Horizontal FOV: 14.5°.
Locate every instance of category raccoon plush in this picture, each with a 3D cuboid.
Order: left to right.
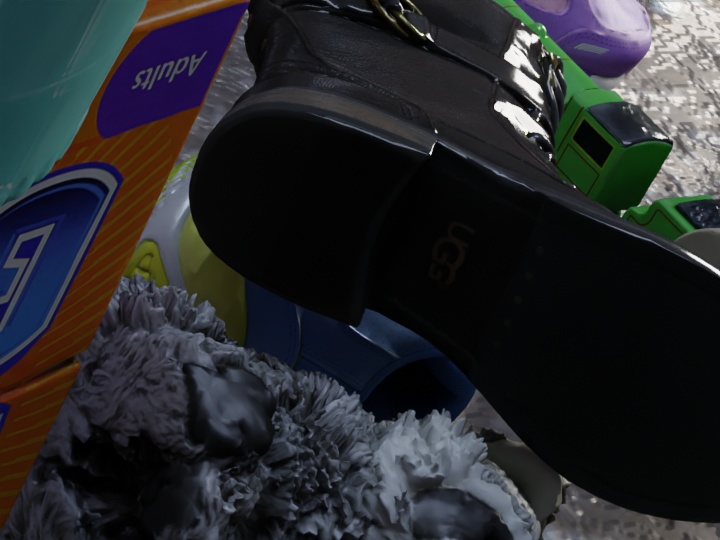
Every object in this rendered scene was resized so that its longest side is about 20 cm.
[{"bbox_3d":[-0.034,0.036,0.744,0.134,0.097,0.200,9,34,-43],"label":"raccoon plush"}]

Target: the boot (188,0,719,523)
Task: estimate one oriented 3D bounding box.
[{"bbox_3d":[0.044,-0.027,0.780,0.200,0.069,0.174,30,23,-7],"label":"boot"}]

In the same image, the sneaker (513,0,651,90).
[{"bbox_3d":[0.048,-0.148,1.042,0.200,0.088,0.081,43,24,-23],"label":"sneaker"}]

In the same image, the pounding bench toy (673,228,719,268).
[{"bbox_3d":[0.161,0.077,0.796,0.124,0.156,0.200,1,9,-38],"label":"pounding bench toy"}]

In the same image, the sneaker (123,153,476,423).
[{"bbox_3d":[0.000,0.000,0.855,0.105,0.076,0.200,49,35,3],"label":"sneaker"}]

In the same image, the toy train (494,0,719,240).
[{"bbox_3d":[0.073,-0.039,0.970,0.042,0.056,0.200,-7,46,-45],"label":"toy train"}]

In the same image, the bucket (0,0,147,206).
[{"bbox_3d":[-0.102,-0.110,0.460,0.207,0.135,0.207,20,32,-13],"label":"bucket"}]

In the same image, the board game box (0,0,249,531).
[{"bbox_3d":[-0.186,-0.016,0.581,0.200,0.200,0.200,39,32,18],"label":"board game box"}]
